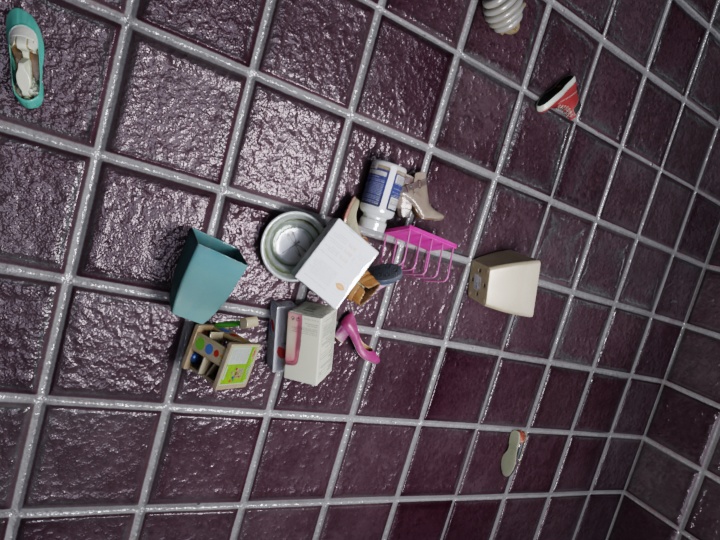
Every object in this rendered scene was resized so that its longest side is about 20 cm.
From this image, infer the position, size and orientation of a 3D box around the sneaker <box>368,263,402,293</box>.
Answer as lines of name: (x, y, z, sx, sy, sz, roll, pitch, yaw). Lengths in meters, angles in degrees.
sneaker: (0.053, 0.033, 1.580, 0.082, 0.197, 0.071, 50, 42, -39)

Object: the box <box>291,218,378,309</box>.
box: (-0.074, -0.021, 1.429, 0.152, 0.106, 0.201, 39, 86, -14)

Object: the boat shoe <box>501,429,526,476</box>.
boat shoe: (0.651, 0.773, 2.160, 0.062, 0.071, 0.203, 13, 92, -33)

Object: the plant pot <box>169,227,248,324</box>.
plant pot: (-0.413, 0.023, 1.335, 0.140, 0.141, 0.202, 26, 97, -31)

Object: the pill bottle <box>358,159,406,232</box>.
pill bottle: (0.061, -0.222, 1.544, 0.110, 0.111, 0.203, 14, 96, -31)

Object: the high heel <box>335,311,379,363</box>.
high heel: (0.009, 0.221, 1.659, 0.199, 0.067, 0.096, 39, 94, -18)

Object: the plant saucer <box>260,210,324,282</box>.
plant saucer: (-0.192, -0.070, 1.470, 0.197, 0.050, 0.204, -3, 100, -19)

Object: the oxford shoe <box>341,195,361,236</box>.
oxford shoe: (-0.029, -0.120, 1.527, 0.073, 0.071, 0.203, 16, 85, -8)

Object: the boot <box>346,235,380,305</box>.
boot: (0.000, 0.000, 1.531, 0.200, 0.154, 0.077, -48, 144, -18)

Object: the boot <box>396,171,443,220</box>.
boot: (0.192, -0.240, 1.638, 0.197, 0.070, 0.149, 1, 101, -29)

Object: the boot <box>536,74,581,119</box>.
boot: (0.719, -0.586, 1.838, 0.199, 0.072, 0.145, -40, 120, -18)

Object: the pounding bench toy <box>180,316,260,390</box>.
pounding bench toy: (-0.370, 0.192, 1.383, 0.124, 0.154, 0.203, 16, 96, -63)

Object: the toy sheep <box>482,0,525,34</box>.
toy sheep: (0.442, -0.824, 1.588, 0.138, 0.137, 0.200, -51, 124, -8)

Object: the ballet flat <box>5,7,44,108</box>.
ballet flat: (-0.708, -0.449, 1.083, 0.066, 0.070, 0.204, -5, 105, -27)

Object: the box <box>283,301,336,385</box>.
box: (-0.144, 0.207, 1.481, 0.128, 0.107, 0.204, -29, 127, -70)

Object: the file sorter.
file sorter: (0.179, -0.047, 1.623, 0.198, 0.138, 0.128, 18, 79, -31)

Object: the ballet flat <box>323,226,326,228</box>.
ballet flat: (-0.121, -0.032, 1.524, 0.066, 0.057, 0.203, 5, 101, -38)

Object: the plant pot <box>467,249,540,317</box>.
plant pot: (0.494, 0.043, 1.815, 0.174, 0.200, 0.203, 0, 104, -17)

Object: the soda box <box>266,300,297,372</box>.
soda box: (-0.233, 0.195, 1.520, 0.067, 0.063, 0.204, 0, 104, -28)
